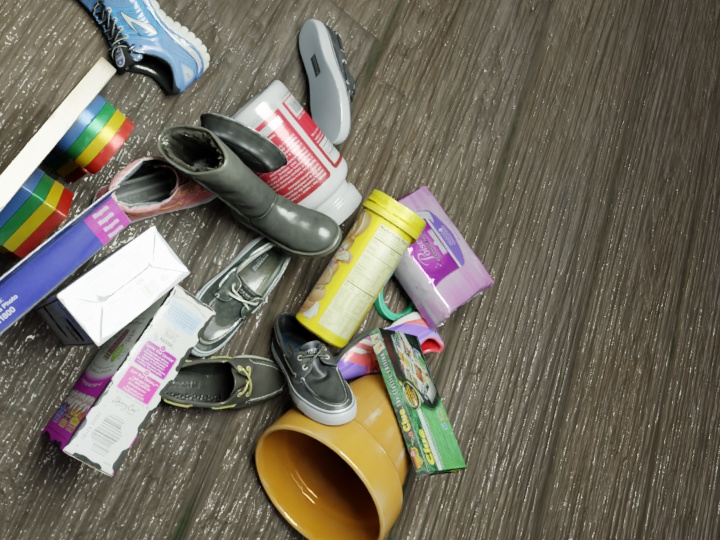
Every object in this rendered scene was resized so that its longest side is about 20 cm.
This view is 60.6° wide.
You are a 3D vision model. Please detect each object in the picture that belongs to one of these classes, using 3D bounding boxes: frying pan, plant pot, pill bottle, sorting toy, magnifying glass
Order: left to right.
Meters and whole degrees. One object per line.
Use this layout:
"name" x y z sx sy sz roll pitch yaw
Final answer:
"sorting toy" -0.325 -0.098 0.640 0.070 0.198 0.201 41 64 -29
"frying pan" -0.175 -0.162 0.746 0.031 0.189 0.115 -66 164 -11
"pill bottle" -0.091 -0.151 0.859 0.200 0.112 0.112 49 61 -20
"plant pot" -0.009 0.242 0.837 0.183 0.200 0.201 -38 106 -47
"magnifying glass" 0.089 -0.001 1.022 0.080 0.022 0.200 47 61 -21

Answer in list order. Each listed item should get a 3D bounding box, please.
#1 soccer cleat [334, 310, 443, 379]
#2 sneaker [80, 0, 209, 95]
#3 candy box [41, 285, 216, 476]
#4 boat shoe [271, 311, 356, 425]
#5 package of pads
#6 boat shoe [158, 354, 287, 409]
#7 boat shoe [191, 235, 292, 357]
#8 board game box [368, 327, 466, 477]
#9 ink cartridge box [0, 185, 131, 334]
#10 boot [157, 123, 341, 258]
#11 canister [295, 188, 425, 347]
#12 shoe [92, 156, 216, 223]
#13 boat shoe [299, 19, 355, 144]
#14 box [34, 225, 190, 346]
"soccer cleat" 0.043 0.125 0.936 0.199 0.068 0.073 -21 54 -37
"sneaker" -0.286 -0.299 0.762 0.200 0.078 0.089 38 63 -26
"candy box" -0.262 0.116 0.696 0.061 0.136 0.201 40 65 -26
"boat shoe" -0.065 0.116 0.794 0.070 0.200 0.067 -13 121 -20
"package of pads" 0.107 -0.022 0.975 0.120 0.076 0.200 -32 85 -33
"boat shoe" -0.177 0.147 0.797 0.200 0.060 0.072 3 83 -34
"boat shoe" -0.161 0.025 0.815 0.072 0.071 0.201 43 63 -23
"board game box" 0.078 0.177 0.841 0.105 0.023 0.201 22 43 -52
"ink cartridge box" -0.327 0.007 0.625 0.043 0.200 0.197 51 61 -19
"boot" -0.124 -0.092 0.739 0.200 0.181 0.073 67 42 -67
"canister" 0.000 0.000 0.851 0.086 0.149 0.201 33 91 3
"shoe" -0.229 -0.112 0.771 0.200 0.091 0.072 -28 101 -34
"boat shoe" -0.039 -0.279 0.919 0.066 0.070 0.201 0 66 -40
"box" -0.273 0.023 0.661 0.117 0.200 0.060 -43 107 -28
